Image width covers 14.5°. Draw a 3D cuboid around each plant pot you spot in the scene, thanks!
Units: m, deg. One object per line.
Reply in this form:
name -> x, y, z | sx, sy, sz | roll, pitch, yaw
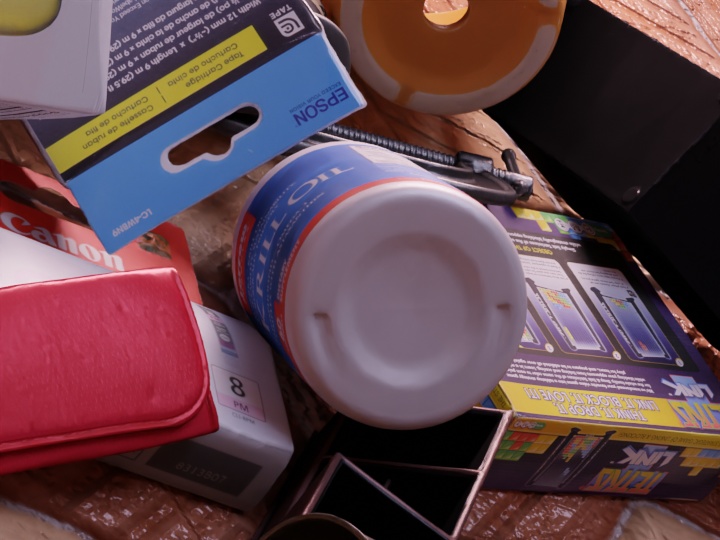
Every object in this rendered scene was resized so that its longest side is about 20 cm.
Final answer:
plant pot -> 0.045, -0.188, 1.612 | 0.199, 0.201, 0.184 | 28, 27, -20

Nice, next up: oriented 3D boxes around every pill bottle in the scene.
pill bottle -> 0.000, 0.000, 1.320 | 0.112, 0.113, 0.200 | 30, 1, -16

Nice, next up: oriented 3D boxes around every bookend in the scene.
bookend -> 0.192, -0.038, 1.641 | 0.200, 0.092, 0.199 | 47, -3, -31

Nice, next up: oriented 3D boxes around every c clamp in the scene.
c clamp -> 0.004, -0.062, 1.502 | 0.199, 0.027, 0.171 | 14, 11, -12

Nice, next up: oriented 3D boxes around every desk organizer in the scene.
desk organizer -> 0.002, 0.111, 1.240 | 0.072, 0.077, 0.200 | 37, 27, -3

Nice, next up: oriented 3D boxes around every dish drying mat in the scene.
dish drying mat -> -0.145, 0.044, 1.153 | 0.199, 0.018, 0.077 | -8, 77, -40

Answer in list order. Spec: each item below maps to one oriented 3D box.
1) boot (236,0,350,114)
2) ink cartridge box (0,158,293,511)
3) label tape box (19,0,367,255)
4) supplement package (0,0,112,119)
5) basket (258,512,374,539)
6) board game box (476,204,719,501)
boot -> -0.103, -0.131, 1.483 | 0.198, 0.074, 0.151 | 6, 13, -2
ink cartridge box -> -0.121, 0.006, 1.285 | 0.162, 0.057, 0.201 | 22, 36, -29
label tape box -> -0.104, -0.112, 1.350 | 0.201, 0.143, 0.066 | 57, -6, 19
supplement package -> -0.223, -0.169, 1.225 | 0.146, 0.193, 0.199 | 2, -3, 43
basket -> 0.049, 0.206, 1.097 | 0.199, 0.136, 0.181 | 24, 43, -34
board game box -> 0.093, 0.040, 1.487 | 0.199, 0.057, 0.166 | 9, 41, -45
